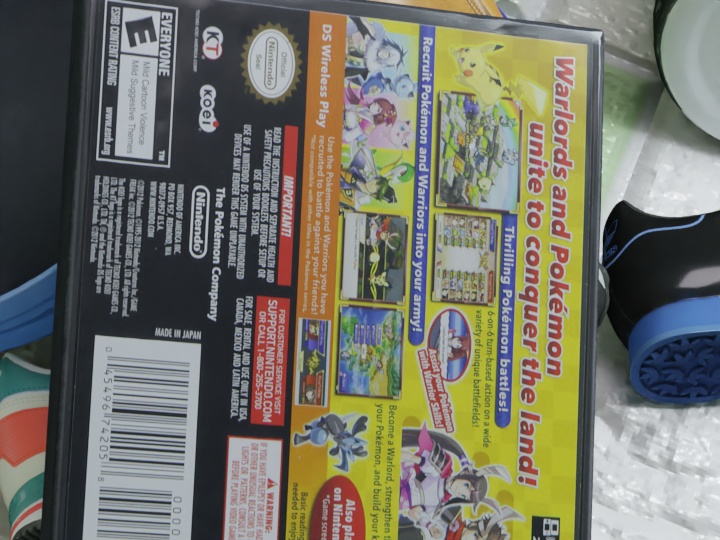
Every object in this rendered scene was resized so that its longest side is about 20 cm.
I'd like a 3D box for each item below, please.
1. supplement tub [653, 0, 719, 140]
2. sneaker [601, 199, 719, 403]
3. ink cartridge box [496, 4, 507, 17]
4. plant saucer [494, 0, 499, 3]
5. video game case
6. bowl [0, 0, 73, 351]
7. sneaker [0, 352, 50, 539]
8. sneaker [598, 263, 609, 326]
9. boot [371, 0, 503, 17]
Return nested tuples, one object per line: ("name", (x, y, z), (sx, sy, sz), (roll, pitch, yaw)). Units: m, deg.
("supplement tub", (0.195, -0.154, 1.116), (0.122, 0.123, 0.201), (17, 45, -2))
("sneaker", (0.190, 0.004, 1.002), (0.198, 0.070, 0.078), (1, 53, -17))
("ink cartridge box", (-0.036, -0.093, 1.014), (0.199, 0.037, 0.095), (-29, 70, -26))
("plant saucer", (-0.020, -0.162, 1.119), (0.198, 0.031, 0.201), (10, 46, -10))
("video game case", (-0.009, 0.011, 0.829), (0.179, 0.025, 0.202), (5, 81, -16))
("bowl", (-0.128, -0.059, 0.906), (0.199, 0.039, 0.202), (-14, 55, 21))
("sneaker", (-0.034, 0.050, 0.884), (0.198, 0.071, 0.094), (-7, 56, -20))
("sneaker", (0.000, 0.000, 0.946), (0.199, 0.074, 0.080), (13, 71, -21))
("boot", (0.019, -0.110, 0.963), (0.144, 0.071, 0.201), (48, 23, -4))
